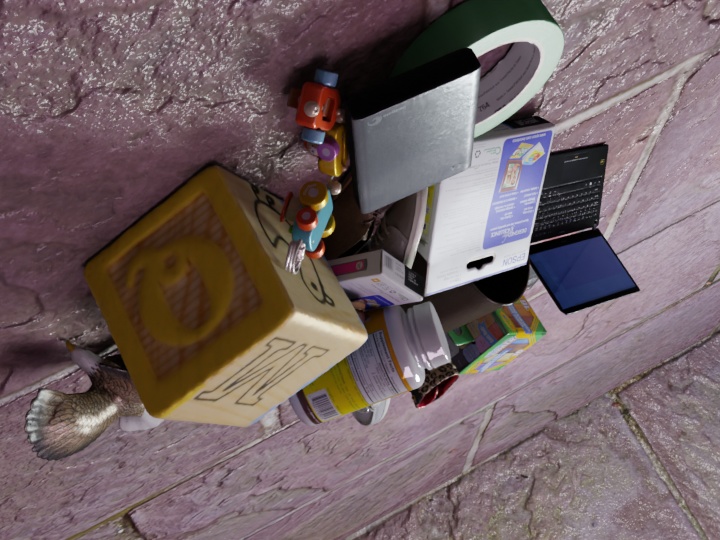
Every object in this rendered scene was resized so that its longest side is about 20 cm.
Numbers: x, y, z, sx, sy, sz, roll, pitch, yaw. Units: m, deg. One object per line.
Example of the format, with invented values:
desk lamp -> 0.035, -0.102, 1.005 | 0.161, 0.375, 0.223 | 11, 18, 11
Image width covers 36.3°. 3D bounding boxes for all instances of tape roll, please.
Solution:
tape roll -> 0.123, -0.214, 1.182 | 0.198, 0.049, 0.201 | -27, 159, -11

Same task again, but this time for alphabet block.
alphabet block -> -0.142, 0.037, 1.184 | 0.195, 0.197, 0.200 | -37, 159, 12

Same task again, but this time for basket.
basket -> 0.124, 0.011, 1.552 | 0.135, 0.183, 0.200 | 24, 141, -25

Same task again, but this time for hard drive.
hard drive -> 0.054, -0.141, 1.140 | 0.138, 0.033, 0.201 | -24, 157, -7

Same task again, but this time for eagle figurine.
eagle figurine -> -0.292, 0.140, 1.271 | 0.148, 0.200, 0.154 | 14, 107, -8

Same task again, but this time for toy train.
toy train -> -0.057, -0.105, 1.111 | 0.150, 0.055, 0.203 | -27, 132, -70

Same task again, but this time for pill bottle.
pill bottle -> 0.007, 0.109, 1.345 | 0.197, 0.111, 0.109 | -21, 160, 9

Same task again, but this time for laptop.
laptop -> 0.323, -0.063, 1.576 | 0.175, 0.103, 0.204 | -13, 116, -38

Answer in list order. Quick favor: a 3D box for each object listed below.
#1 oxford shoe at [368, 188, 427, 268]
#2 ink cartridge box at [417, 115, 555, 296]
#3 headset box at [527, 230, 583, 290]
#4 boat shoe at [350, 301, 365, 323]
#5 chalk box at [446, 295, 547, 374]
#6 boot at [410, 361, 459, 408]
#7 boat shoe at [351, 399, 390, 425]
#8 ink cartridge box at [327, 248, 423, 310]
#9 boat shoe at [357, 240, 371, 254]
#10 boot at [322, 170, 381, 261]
oxford shoe -> 0.041, -0.039, 1.325 | 0.057, 0.076, 0.202 | 15, 129, -2
ink cartridge box -> 0.152, -0.085, 1.393 | 0.196, 0.047, 0.203 | -15, 127, -38
headset box -> 0.245, -0.039, 1.690 | 0.147, 0.076, 0.201 | -15, 154, -36
boat shoe -> -0.085, 0.075, 1.302 | 0.197, 0.072, 0.070 | -7, 168, 22
chalk box -> 0.200, 0.090, 1.850 | 0.124, 0.126, 0.199 | -40, 158, 25
boot -> 0.065, 0.153, 1.767 | 0.200, 0.152, 0.073 | -44, 155, 30
boat shoe -> -0.005, 0.136, 1.473 | 0.065, 0.074, 0.204 | -38, 142, -34
ink cartridge box -> -0.031, 0.023, 1.309 | 0.197, 0.038, 0.094 | -14, 152, 31
boat shoe -> 0.000, 0.000, 1.469 | 0.073, 0.061, 0.201 | -27, 158, -10
boot -> 0.009, -0.079, 1.292 | 0.200, 0.076, 0.073 | -41, 154, 21
